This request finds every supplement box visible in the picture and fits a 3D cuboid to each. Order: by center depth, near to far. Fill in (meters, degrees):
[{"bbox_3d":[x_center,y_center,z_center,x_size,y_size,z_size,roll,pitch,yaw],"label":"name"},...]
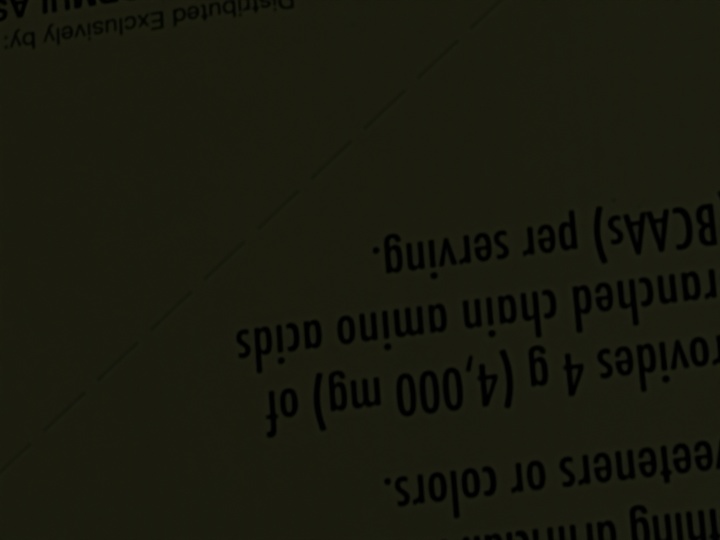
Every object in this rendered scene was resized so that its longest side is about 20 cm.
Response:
[{"bbox_3d":[-0.016,0.009,0.403,0.134,0.200,0.200,49,35,-69],"label":"supplement box"}]
